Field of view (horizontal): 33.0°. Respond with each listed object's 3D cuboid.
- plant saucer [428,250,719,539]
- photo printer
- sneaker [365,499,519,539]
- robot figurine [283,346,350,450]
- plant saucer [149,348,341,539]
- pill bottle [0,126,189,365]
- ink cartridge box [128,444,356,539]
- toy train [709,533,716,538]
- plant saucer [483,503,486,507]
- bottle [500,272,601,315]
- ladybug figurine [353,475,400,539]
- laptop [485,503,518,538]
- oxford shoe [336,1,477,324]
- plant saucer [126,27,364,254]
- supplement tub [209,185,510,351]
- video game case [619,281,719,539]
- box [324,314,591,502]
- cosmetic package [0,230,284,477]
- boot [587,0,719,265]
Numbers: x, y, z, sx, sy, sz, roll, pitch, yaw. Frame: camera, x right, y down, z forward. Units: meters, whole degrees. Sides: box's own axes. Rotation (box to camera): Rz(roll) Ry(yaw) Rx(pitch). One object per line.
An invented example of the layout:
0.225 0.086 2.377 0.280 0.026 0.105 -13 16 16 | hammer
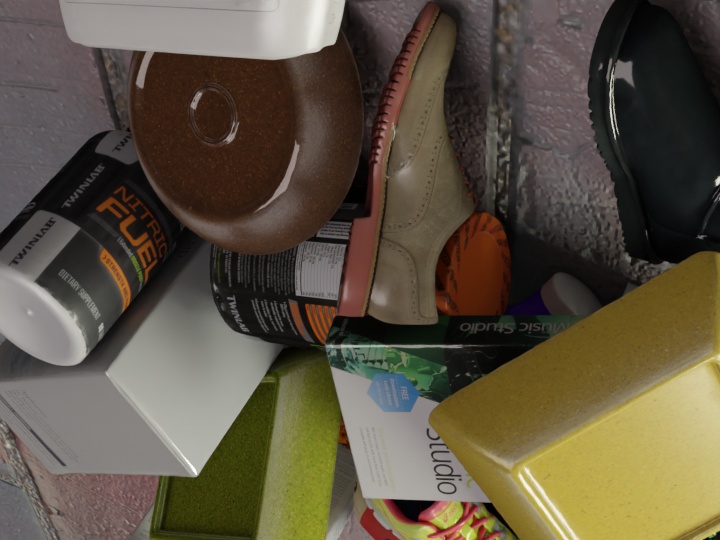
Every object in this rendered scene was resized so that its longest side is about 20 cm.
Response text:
0.173 0.113 0.746 0.199 0.049 0.200 -31 125 9 | plant saucer
-0.097 -0.212 0.727 0.198 0.069 0.168 9 115 30 | photo printer
0.076 0.212 0.973 0.199 0.078 0.091 35 159 22 | sneaker
0.018 0.109 1.038 0.199 0.058 0.145 -6 129 42 | robot figurine
-0.106 0.161 1.017 0.199 0.202 0.048 -8 159 44 | plant saucer
-0.195 -0.034 0.923 0.105 0.201 0.107 21 144 17 | pill bottle
-0.102 0.228 1.142 0.161 0.201 0.050 24 145 13 | ink cartridge box
0.188 0.118 0.844 0.056 0.042 0.200 -35 108 27 | toy train
0.186 0.232 1.066 0.199 0.036 0.201 21 141 18 | plant saucer
0.098 0.084 0.898 0.083 0.065 0.200 43 121 6 | bottle
0.066 0.242 1.091 0.200 0.072 0.136 41 174 24 | ladybug figurine
0.204 0.211 0.980 0.200 0.103 0.178 46 155 29 | laptop
0.039 -0.064 0.765 0.074 0.070 0.202 13 98 -2 | oxford shoe
-0.090 -0.107 0.820 0.199 0.037 0.202 8 106 30 | plant saucer
0.000 0.000 0.877 0.198 0.123 0.123 6 135 32 | supplement tub
0.245 0.118 0.884 0.180 0.046 0.201 24 142 12 | video game case
0.086 0.094 0.808 0.198 0.036 0.145 -2 127 15 | box
-0.179 0.057 1.012 0.199 0.200 0.123 -7 128 42 | cosmetic package
0.223 -0.062 0.672 0.167 0.077 0.201 13 146 32 | boot
